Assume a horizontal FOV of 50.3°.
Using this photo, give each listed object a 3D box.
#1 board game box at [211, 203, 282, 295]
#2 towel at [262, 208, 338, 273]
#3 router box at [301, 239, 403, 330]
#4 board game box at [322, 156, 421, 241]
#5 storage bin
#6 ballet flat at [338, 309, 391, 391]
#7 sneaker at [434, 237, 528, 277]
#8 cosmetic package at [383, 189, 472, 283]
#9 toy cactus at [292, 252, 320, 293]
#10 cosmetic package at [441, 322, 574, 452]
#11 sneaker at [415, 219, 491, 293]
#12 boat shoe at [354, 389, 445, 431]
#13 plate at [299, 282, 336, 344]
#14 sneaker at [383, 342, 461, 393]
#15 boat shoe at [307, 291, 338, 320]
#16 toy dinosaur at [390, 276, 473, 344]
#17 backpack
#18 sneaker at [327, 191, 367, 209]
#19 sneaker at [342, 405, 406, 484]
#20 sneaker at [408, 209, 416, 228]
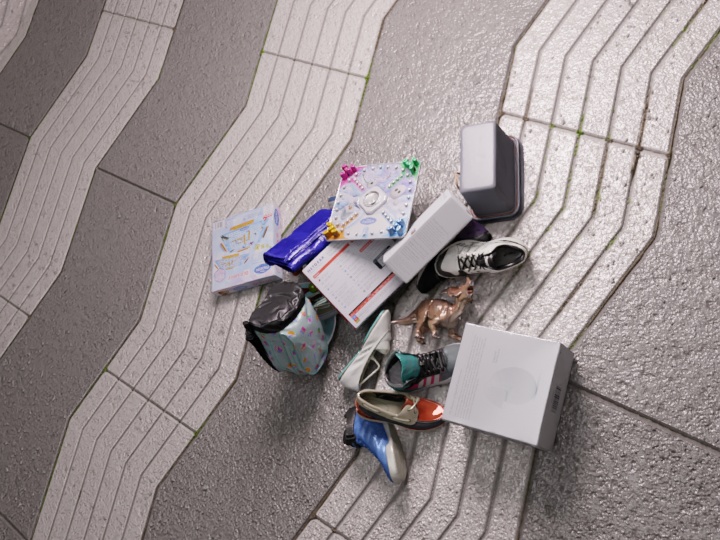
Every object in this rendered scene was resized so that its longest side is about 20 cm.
[{"bbox_3d":[-0.297,-0.053,1.988,0.198,0.041,0.201,-14,66,25],"label":"board game box"},{"bbox_3d":[-0.125,-0.077,1.772,0.200,0.050,0.147,-40,29,-23],"label":"towel"},{"bbox_3d":[0.000,0.000,1.726,0.200,0.049,0.180,-43,84,-6],"label":"router box"},{"bbox_3d":[0.024,-0.160,1.696,0.198,0.026,0.202,-2,60,29],"label":"board game box"},{"bbox_3d":[0.267,-0.221,1.669,0.144,0.134,0.202,-6,69,28],"label":"storage bin"},{"bbox_3d":[0.027,0.185,1.716,0.069,0.069,0.201,37,97,34],"label":"ballet flat"},{"bbox_3d":[0.252,-0.029,1.602,0.198,0.088,0.076,-14,98,6],"label":"sneaker"},{"bbox_3d":[0.142,-0.074,1.630,0.074,0.102,0.200,41,101,-8],"label":"cosmetic package"},{"bbox_3d":[-0.097,-0.023,1.840,0.163,0.103,0.201,-14,38,0],"label":"toy cactus"},{"bbox_3d":[0.291,0.228,1.507,0.199,0.123,0.201,11,79,31],"label":"cosmetic package"},{"bbox_3d":[0.205,-0.020,1.674,0.087,0.076,0.201,40,95,28],"label":"sneaker"},{"bbox_3d":[0.087,0.286,1.599,0.198,0.063,0.072,7,50,4],"label":"boat shoe"},{"bbox_3d":[-0.140,0.128,1.847,0.199,0.026,0.202,-10,70,27],"label":"plate"},{"bbox_3d":[0.127,0.198,1.601,0.199,0.120,0.084,-30,61,26],"label":"sneaker"},{"bbox_3d":[-0.037,0.052,1.774,0.199,0.062,0.072,-31,62,2],"label":"boat shoe"},{"bbox_3d":[0.167,0.087,1.652,0.199,0.086,0.137,-4,72,33],"label":"toy dinosaur"},{"bbox_3d":[-0.158,0.146,1.720,0.126,0.201,0.167,10,44,35],"label":"backpack"},{"bbox_3d":[0.002,-0.145,1.810,0.199,0.075,0.089,-6,98,56],"label":"sneaker"},{"bbox_3d":[0.023,0.372,1.635,0.111,0.077,0.201,-25,58,13],"label":"sneaker"},{"bbox_3d":[0.084,-0.111,1.778,0.081,0.074,0.201,-25,52,22],"label":"sneaker"}]
